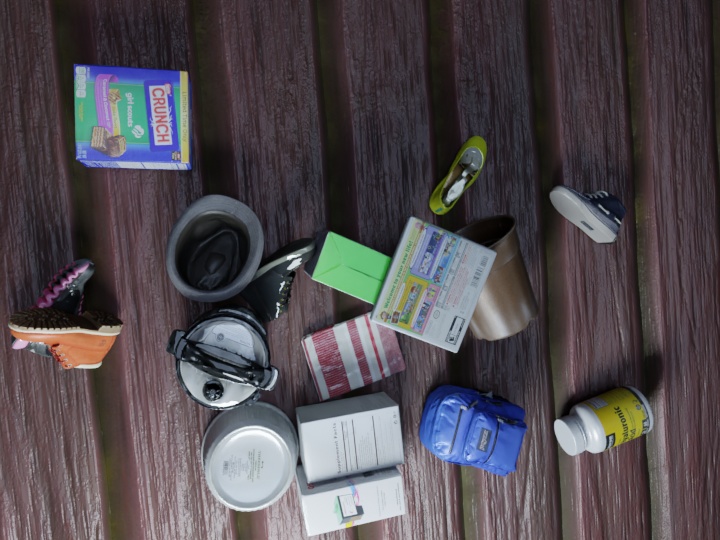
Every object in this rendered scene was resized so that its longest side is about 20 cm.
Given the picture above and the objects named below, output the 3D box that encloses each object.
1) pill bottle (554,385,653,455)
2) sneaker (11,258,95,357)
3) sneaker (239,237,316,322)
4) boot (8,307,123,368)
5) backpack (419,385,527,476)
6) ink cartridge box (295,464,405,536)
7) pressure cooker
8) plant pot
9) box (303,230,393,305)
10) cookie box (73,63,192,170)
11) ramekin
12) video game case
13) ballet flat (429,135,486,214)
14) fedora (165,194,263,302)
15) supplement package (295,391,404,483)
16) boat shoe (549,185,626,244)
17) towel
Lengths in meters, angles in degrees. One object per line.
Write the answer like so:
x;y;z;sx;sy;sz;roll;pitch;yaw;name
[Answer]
0.548;0.345;1.243;0.196;0.111;0.114;-17;95;-11;pill bottle
-0.550;0.073;1.018;0.095;0.079;0.201;41;82;-35;sneaker
-0.145;0.019;1.074;0.198;0.075;0.107;-28;107;25;sneaker
-0.529;0.128;0.969;0.075;0.199;0.109;32;97;31;boot
0.233;0.327;1.146;0.196;0.168;0.166;18;82;-9;backpack
-0.025;0.440;1.099;0.196;0.145;0.086;-7;93;-12;ink cartridge box
-0.249;0.162;1.013;0.173;0.200;0.182;-21;96;-10;pressure cooker
0.264;0.022;1.136;0.198;0.200;0.201;-30;105;-10;plant pot
0.000;0.000;1.075;0.197;0.176;0.098;23;89;-13;box
-0.419;-0.283;1.023;0.196;0.075;0.175;-1;91;-13;cookie box
-0.215;0.369;1.075;0.196;0.105;0.205;-1;92;-12;ramekin
0.133;0.027;0.998;0.179;0.022;0.203;20;95;-12;video game case
0.220;-0.205;1.173;0.066;0.067;0.201;36;84;-10;ballet flat
-0.276;-0.033;1.049;0.174;0.090;0.204;17;75;-5;fedora
-0.025;0.333;1.108;0.196;0.121;0.123;-7;92;-12;supplement package
0.520;-0.152;1.247;0.199;0.074;0.094;37;77;-19;boat shoe
-0.014;0.176;1.158;0.196;0.023;0.147;-19;98;-10;towel
